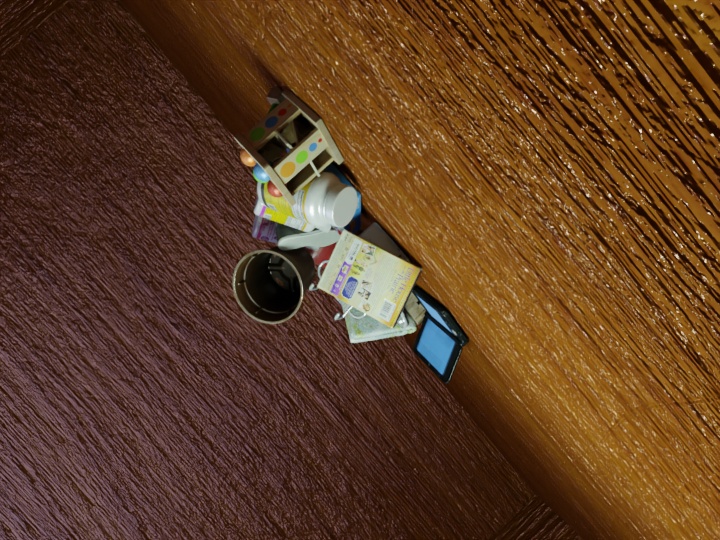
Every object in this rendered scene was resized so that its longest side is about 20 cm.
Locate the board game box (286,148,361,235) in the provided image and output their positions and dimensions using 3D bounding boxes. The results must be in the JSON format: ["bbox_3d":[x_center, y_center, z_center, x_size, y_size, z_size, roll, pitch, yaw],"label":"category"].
[{"bbox_3d":[-0.081,-0.188,1.383,0.196,0.056,0.200,48,169,13],"label":"board game box"}]

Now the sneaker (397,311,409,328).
[{"bbox_3d":[0.061,0.102,1.692,0.200,0.082,0.075,46,175,33],"label":"sneaker"}]

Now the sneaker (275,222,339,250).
[{"bbox_3d":[-0.141,-0.118,1.613,0.100,0.198,0.071,66,150,29],"label":"sneaker"}]

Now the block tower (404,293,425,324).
[{"bbox_3d":[0.115,0.059,1.699,0.200,0.058,0.054,46,175,18],"label":"block tower"}]

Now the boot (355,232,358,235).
[{"bbox_3d":[-0.055,-0.130,1.705,0.155,0.073,0.200,50,-174,-10],"label":"boot"}]

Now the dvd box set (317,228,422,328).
[{"bbox_3d":[0.019,0.017,1.321,0.198,0.148,0.029,27,-173,13],"label":"dvd box set"}]

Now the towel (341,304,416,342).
[{"bbox_3d":[0.049,0.123,1.737,0.048,0.197,0.173,89,170,-51],"label":"towel"}]

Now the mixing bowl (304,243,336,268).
[{"bbox_3d":[-0.114,-0.118,1.900,0.199,0.108,0.201,36,-150,-24],"label":"mixing bowl"}]

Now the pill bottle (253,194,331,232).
[{"bbox_3d":[-0.166,-0.163,1.524,0.198,0.106,0.104,18,-176,-15],"label":"pill bottle"}]

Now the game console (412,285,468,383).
[{"bbox_3d":[0.175,0.157,1.519,0.176,0.116,0.200,51,175,-29],"label":"game console"}]

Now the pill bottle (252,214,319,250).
[{"bbox_3d":[-0.211,-0.129,1.751,0.197,0.115,0.113,14,-174,-16],"label":"pill bottle"}]

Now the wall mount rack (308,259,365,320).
[{"bbox_3d":[-0.045,0.032,1.619,0.200,0.174,0.074,47,-160,17],"label":"wall mount rack"}]

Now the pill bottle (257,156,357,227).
[{"bbox_3d":[-0.109,-0.159,1.233,0.198,0.113,0.113,22,162,29],"label":"pill bottle"}]

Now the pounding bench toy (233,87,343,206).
[{"bbox_3d":[-0.164,-0.251,1.161,0.200,0.156,0.124,46,175,33],"label":"pounding bench toy"}]

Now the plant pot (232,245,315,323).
[{"bbox_3d":[-0.224,0.018,1.649,0.201,0.200,0.198,49,-160,-4],"label":"plant pot"}]

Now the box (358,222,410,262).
[{"bbox_3d":[0.036,-0.014,1.445,0.128,0.109,0.200,48,173,9],"label":"box"}]
